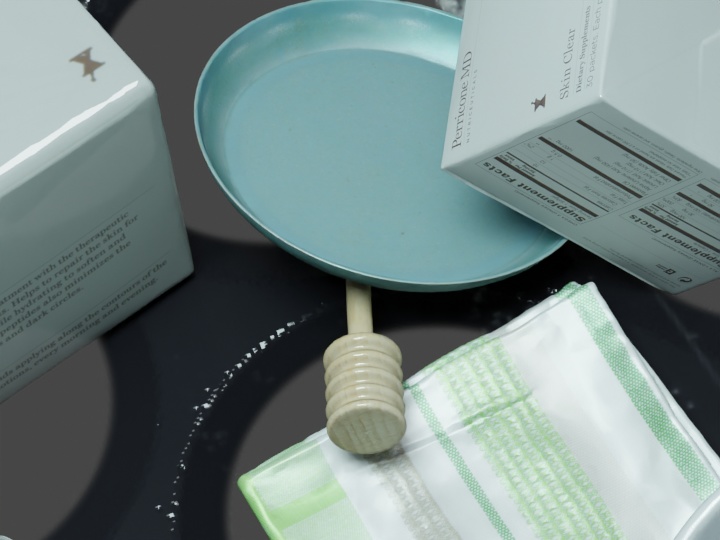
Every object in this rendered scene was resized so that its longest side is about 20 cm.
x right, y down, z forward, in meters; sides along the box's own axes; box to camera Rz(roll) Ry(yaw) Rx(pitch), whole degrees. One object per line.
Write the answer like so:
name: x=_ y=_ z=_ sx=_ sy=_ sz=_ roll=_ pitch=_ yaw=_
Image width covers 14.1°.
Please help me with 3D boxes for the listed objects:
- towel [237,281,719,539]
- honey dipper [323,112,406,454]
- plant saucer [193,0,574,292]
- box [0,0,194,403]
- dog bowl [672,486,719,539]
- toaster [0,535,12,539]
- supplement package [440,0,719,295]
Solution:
towel: x=0.061 y=0.103 z=1.356 sx=0.200 sy=0.031 sz=0.149 roll=-28 pitch=62 yaw=-11
honey dipper: x=0.000 y=0.000 z=1.404 sx=0.038 sy=0.038 sz=0.200 roll=-4 pitch=48 yaw=2
plant saucer: x=0.016 y=-0.058 z=1.422 sx=0.200 sy=0.027 sz=0.200 roll=7 pitch=46 yaw=-7
box: x=-0.219 y=-0.052 z=1.383 sx=0.199 sy=0.171 sz=0.200 roll=-34 pitch=64 yaw=-15
dog bowl: x=0.216 y=0.162 z=1.174 sx=0.200 sy=0.079 sz=0.200 roll=-14 pitch=52 yaw=19
toaster: x=-0.160 y=0.224 z=1.253 sx=0.181 sy=0.119 sz=0.200 roll=20 pitch=64 yaw=16
supplement package: x=0.141 y=-0.118 z=1.385 sx=0.156 sy=0.111 sz=0.200 roll=27 pitch=57 yaw=-31
